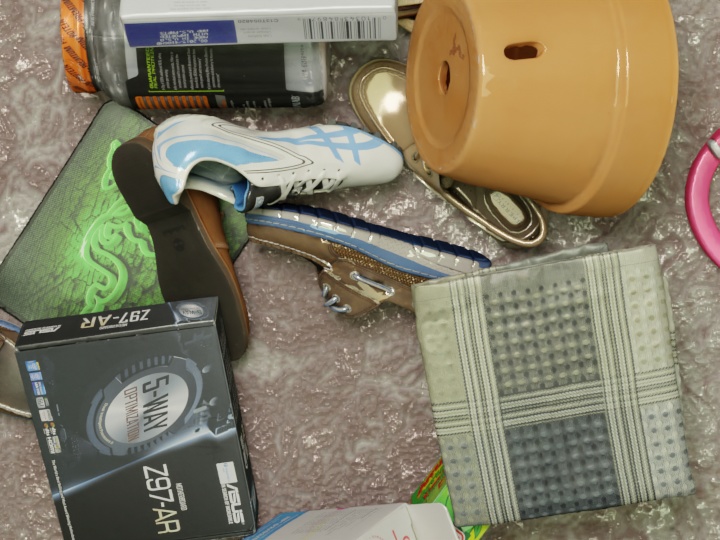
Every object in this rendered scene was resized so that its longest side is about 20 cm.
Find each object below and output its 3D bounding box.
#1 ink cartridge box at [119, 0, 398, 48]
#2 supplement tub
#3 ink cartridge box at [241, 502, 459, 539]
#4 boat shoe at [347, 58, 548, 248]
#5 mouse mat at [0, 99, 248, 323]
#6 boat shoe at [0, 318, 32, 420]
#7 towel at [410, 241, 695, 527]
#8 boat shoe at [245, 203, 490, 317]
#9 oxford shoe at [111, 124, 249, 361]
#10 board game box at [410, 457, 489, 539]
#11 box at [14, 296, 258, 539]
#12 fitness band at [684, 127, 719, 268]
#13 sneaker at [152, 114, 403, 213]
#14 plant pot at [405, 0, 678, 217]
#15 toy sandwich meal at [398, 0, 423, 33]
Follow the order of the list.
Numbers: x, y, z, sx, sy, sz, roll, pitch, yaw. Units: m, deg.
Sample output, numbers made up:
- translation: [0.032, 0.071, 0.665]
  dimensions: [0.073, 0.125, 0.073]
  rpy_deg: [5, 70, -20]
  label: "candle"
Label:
- translation: [-0.071, -0.253, 1.156]
  dimensions: [0.198, 0.041, 0.201]
  rpy_deg: [-1, 60, 2]
  label: "ink cartridge box"
- translation: [-0.123, -0.186, 1.213]
  dimensions: [0.198, 0.123, 0.124]
  rpy_deg: [0, 97, 1]
  label: "supplement tub"
- translation: [-0.003, 0.250, 1.233]
  dimensions: [0.199, 0.068, 0.116]
  rpy_deg: [-15, 99, 47]
  label: "ink cartridge box"
- translation: [0.074, -0.094, 1.249]
  dimensions: [0.200, 0.065, 0.071]
  rpy_deg: [40, 96, -4]
  label: "boat shoe"
- translation: [-0.192, -0.017, 1.294]
  dimensions: [0.160, 0.008, 0.201]
  rpy_deg: [34, 96, -3]
  label: "mouse mat"
- translation: [-0.328, 0.064, 1.272]
  dimensions: [0.199, 0.072, 0.073]
  rpy_deg: [30, 96, -3]
  label: "boat shoe"
- translation: [0.146, 0.085, 1.188]
  dimensions: [0.191, 0.035, 0.202]
  rpy_deg: [-9, 100, 5]
  label: "towel"
- translation: [0.000, 0.000, 1.251]
  dimensions: [0.198, 0.072, 0.073]
  rpy_deg: [16, 99, -1]
  label: "boat shoe"
- translation: [-0.126, -0.023, 1.258]
  dimensions: [0.071, 0.071, 0.201]
  rpy_deg: [-6, 113, 30]
  label: "oxford shoe"
- translation: [0.117, 0.130, 1.257]
  dimensions: [0.047, 0.102, 0.201]
  rpy_deg: [36, 96, -3]
  label: "board game box"
- translation: [-0.174, 0.127, 1.262]
  dimensions: [0.159, 0.044, 0.202]
  rpy_deg: [-7, 116, 2]
  label: "box"
- translation: [0.356, -0.075, 1.260]
  dimensions: [0.199, 0.037, 0.144]
  rpy_deg: [-34, 95, 6]
  label: "fitness band"
- translation: [-0.061, -0.076, 1.205]
  dimensions: [0.198, 0.072, 0.073]
  rpy_deg: [1, 70, -20]
  label: "sneaker"
- translation: [0.120, -0.139, 1.155]
  dimensions: [0.139, 0.200, 0.202]
  rpy_deg: [-1, 98, -20]
  label: "plant pot"
- translation: [0.074, -0.268, 1.224]
  dimensions: [0.203, 0.070, 0.207]
  rpy_deg: [0, 97, 1]
  label: "toy sandwich meal"
